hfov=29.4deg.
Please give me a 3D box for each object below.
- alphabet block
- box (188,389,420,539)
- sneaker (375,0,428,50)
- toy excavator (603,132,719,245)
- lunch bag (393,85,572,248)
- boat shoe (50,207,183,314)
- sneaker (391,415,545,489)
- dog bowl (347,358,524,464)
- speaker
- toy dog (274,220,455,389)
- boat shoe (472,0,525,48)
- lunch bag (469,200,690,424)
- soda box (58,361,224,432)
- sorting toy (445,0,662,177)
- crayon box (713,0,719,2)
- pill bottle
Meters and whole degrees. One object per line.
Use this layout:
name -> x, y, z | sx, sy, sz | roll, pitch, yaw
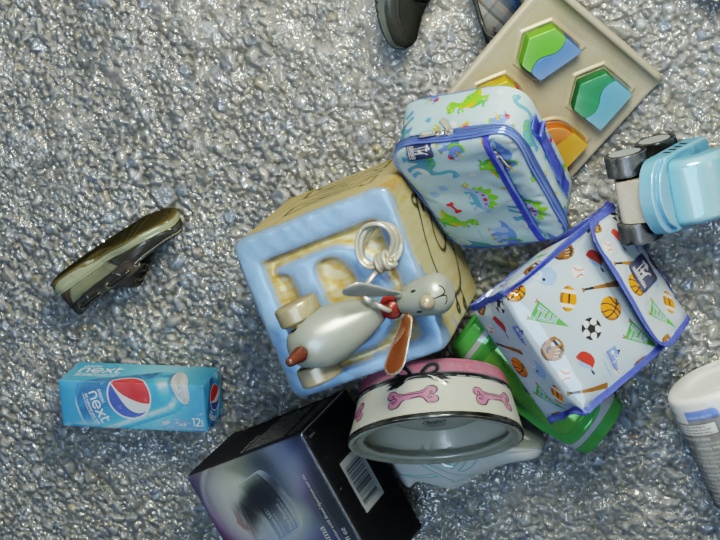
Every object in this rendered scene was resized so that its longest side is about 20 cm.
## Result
alphabet block -> 0.000, 0.000, 1.554 | 0.194, 0.200, 0.197 | -18, 102, 18
box -> -0.069, 0.283, 1.665 | 0.197, 0.123, 0.202 | -24, 99, 35
sneaker -> 0.068, -0.338, 1.500 | 0.081, 0.073, 0.203 | 15, 109, 20
toy excavator -> 0.390, -0.100, 1.469 | 0.198, 0.193, 0.101 | 0, 108, 44
lunch bag -> 0.139, -0.108, 1.489 | 0.159, 0.083, 0.200 | -5, 143, 27
boat shoe -> -0.292, -0.009, 1.699 | 0.199, 0.072, 0.066 | -28, 108, 20
sneaker -> 0.128, 0.220, 1.662 | 0.198, 0.071, 0.081 | -4, 119, 19
dog bowl -> 0.083, 0.158, 1.538 | 0.197, 0.200, 0.075 | -9, 67, 16
speaker -> 0.205, 0.124, 1.599 | 0.199, 0.088, 0.089 | 37, 111, 2
toy dog -> -0.008, 0.056, 1.413 | 0.132, 0.096, 0.200 | 46, 111, -3
boat shoe -> 0.161, -0.271, 1.504 | 0.069, 0.066, 0.203 | -12, 102, 17
lunch bag -> 0.254, 0.042, 1.521 | 0.199, 0.124, 0.171 | -34, 92, -20
soda box -> -0.277, 0.160, 1.741 | 0.197, 0.068, 0.065 | 0, 106, 14
sorting toy -> 0.204, -0.187, 1.497 | 0.184, 0.037, 0.200 | 33, 115, -24
crayon box -> 0.374, -0.400, 1.421 | 0.125, 0.052, 0.201 | 32, 112, 4
pill bottle -> 0.436, 0.209, 1.548 | 0.113, 0.114, 0.202 | -22, 99, 19
